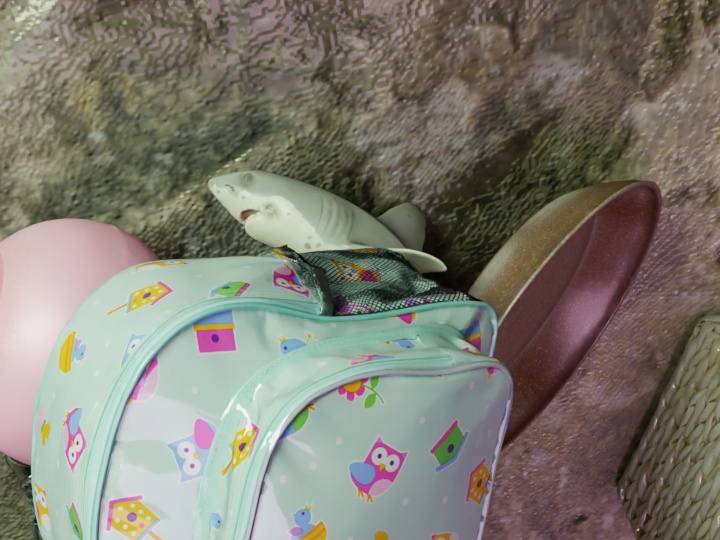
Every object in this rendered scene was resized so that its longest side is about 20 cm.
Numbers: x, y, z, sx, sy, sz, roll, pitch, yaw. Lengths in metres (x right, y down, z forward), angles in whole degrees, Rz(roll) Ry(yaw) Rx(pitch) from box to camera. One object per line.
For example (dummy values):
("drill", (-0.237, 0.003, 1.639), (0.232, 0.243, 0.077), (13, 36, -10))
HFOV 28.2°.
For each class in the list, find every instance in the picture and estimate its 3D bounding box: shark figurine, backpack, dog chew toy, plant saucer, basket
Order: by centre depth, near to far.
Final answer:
("backpack", (-0.039, 0.083, 0.635), (0.198, 0.153, 0.178), (4, 107, -27))
("dog chew toy", (-0.105, 0.051, 0.740), (0.198, 0.125, 0.125), (21, 123, -30))
("shark figurine", (0.018, 0.013, 0.796), (0.127, 0.090, 0.216), (-1, 135, 28))
("plant saucer", (0.097, 0.026, 0.811), (0.200, 0.037, 0.201), (-44, 156, -25))
("basket", (0.303, 0.143, 0.965), (0.196, 0.162, 0.202), (-2, 134, -19))

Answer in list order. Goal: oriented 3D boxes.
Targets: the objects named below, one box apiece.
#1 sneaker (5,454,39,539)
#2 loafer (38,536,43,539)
("sneaker", (-0.175, 0.133, 0.836), (0.113, 0.077, 0.200), (19, 120, -32))
("loafer", (-0.084, 0.138, 0.789), (0.198, 0.068, 0.071), (-18, 145, -17))
